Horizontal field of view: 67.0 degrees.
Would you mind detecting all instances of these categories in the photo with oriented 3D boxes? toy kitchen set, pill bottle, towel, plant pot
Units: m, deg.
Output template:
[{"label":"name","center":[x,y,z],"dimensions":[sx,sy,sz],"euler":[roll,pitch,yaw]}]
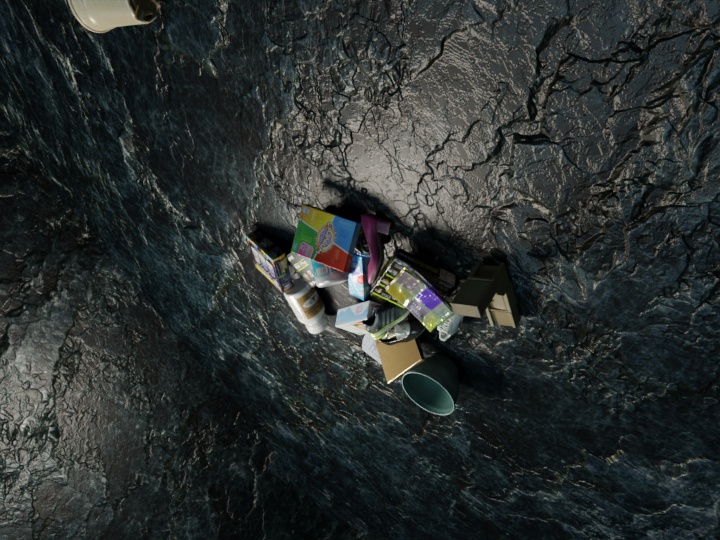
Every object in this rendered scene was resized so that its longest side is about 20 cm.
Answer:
[{"label":"toy kitchen set","center":[0.313,0.104,1.490],"dimensions":[0.162,0.181,0.202],"euler":[4,132,41]},{"label":"pill bottle","center":[-0.109,-0.055,1.735],"dimensions":[0.110,0.110,0.203],"euler":[-19,83,51]},{"label":"towel","center":[0.170,0.084,1.572],"dimensions":[0.200,0.023,0.144],"euler":[43,139,-3]},{"label":"plant pot","center":[0.258,0.374,1.861],"dimensions":[0.198,0.134,0.202],"euler":[24,141,22]},{"label":"plant pot","center":[-0.676,-0.769,1.522],"dimensions":[0.181,0.202,0.202],"euler":[12,137,17]},{"label":"pill bottle","center":[-0.199,0.136,2.061],"dimensions":[0.113,0.115,0.202],"euler":[2,129,41]}]

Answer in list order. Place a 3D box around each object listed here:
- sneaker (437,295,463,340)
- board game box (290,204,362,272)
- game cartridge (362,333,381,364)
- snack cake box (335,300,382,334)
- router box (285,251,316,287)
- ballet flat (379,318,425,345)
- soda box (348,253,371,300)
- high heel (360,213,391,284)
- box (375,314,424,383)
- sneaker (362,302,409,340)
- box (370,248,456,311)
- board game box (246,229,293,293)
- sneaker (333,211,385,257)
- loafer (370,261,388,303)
[{"label":"sneaker","center":[0.266,0.146,1.623],"dimensions":[0.076,0.081,0.201],"euler":[32,161,25]},{"label":"board game box","center":[-0.105,-0.100,1.647],"dimensions":[0.198,0.040,0.155],"euler":[20,101,25]},{"label":"game cartridge","center":[0.076,0.268,2.009],"dimensions":[0.132,0.041,0.201],"euler":[34,144,5]},{"label":"snack cake box","center":[0.014,0.166,1.890],"dimensions":[0.114,0.068,0.199],"euler":[23,155,-30]},{"label":"router box","center":[-0.157,-0.037,1.884],"dimensions":[0.150,0.062,0.199],"euler":[49,144,-9]},{"label":"ballet flat","center":[0.127,0.206,1.781],"dimensions":[0.068,0.069,0.199],"euler":[11,151,-33]},{"label":"soda box","center":[0.000,0.000,1.770],"dimensions":[0.063,0.068,0.202],"euler":[23,140,24]},{"label":"high heel","center":[0.026,-0.065,1.615],"dimensions":[0.095,0.067,0.203],"euler":[16,98,12]},{"label":"box","center":[0.130,0.270,1.848],"dimensions":[0.200,0.021,0.165],"euler":[-45,52,42]},{"label":"sneaker","center":[0.088,0.136,1.743],"dimensions":[0.081,0.200,0.074],"euler":[39,-169,-29]},{"label":"box","center":[0.155,0.043,1.626],"dimensions":[0.198,0.048,0.194],"euler":[25,141,-8]},{"label":"board game box","center":[-0.334,-0.036,2.011],"dimensions":[0.199,0.056,0.167],"euler":[39,151,39]},{"label":"sneaker","center":[-0.014,-0.111,1.664],"dimensions":[0.198,0.071,0.083],"euler":[33,142,10]},{"label":"loafer","center":[0.069,0.047,1.755],"dimensions":[0.075,0.068,0.201],"euler":[32,143,12]}]
